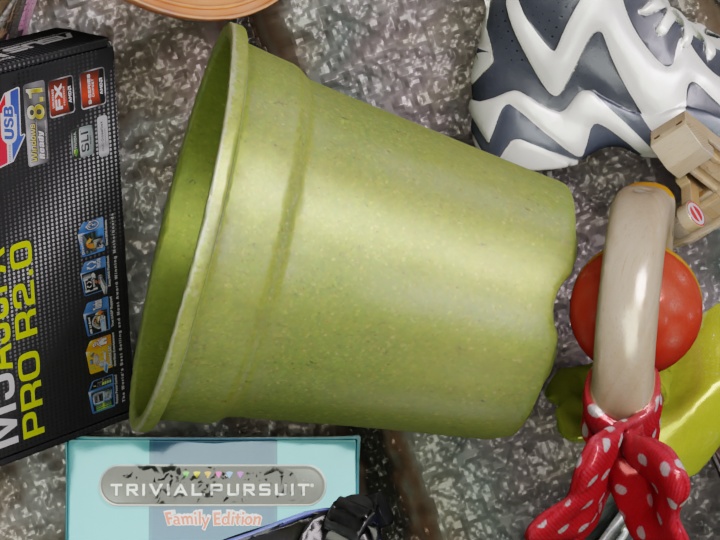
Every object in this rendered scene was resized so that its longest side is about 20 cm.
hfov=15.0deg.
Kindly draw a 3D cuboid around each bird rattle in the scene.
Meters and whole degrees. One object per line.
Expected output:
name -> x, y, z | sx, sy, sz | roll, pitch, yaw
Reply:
bird rattle -> 0.121, 0.043, 1.288 | 0.112, 0.200, 0.164 | 4, 105, 18

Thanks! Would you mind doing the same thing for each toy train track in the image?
toy train track -> 0.220, -0.011, 1.368 | 0.200, 0.033, 0.115 | 34, 130, -29

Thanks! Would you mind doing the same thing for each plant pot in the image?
plant pot -> 0.000, 0.000, 1.327 | 0.183, 0.200, 0.201 | 14, 94, -9

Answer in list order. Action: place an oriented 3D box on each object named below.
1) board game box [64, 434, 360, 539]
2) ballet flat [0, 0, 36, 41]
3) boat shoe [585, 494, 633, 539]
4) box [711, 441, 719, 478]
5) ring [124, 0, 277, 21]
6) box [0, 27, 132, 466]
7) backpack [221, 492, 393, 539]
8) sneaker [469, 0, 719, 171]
board game box -> -0.075, 0.185, 1.386 | 0.150, 0.047, 0.201 | 1, 81, -3
ballet flat -> -0.176, -0.183, 1.360 | 0.069, 0.071, 0.201 | 19, 93, 2
boat shoe -> 0.072, 0.179, 1.394 | 0.200, 0.072, 0.071 | -40, 121, -9
box -> 0.282, 0.081, 1.384 | 0.199, 0.075, 0.100 | -28, 122, 2
ring -> -0.104, -0.208, 1.328 | 0.200, 0.019, 0.201 | 19, 57, -32
box -> -0.186, -0.004, 1.321 | 0.160, 0.044, 0.201 | -19, 115, -43
backpack -> -0.046, 0.232, 1.280 | 0.182, 0.147, 0.201 | -17, 74, -7
sneaker -> 0.150, -0.125, 1.374 | 0.198, 0.080, 0.130 | -5, 103, 8
